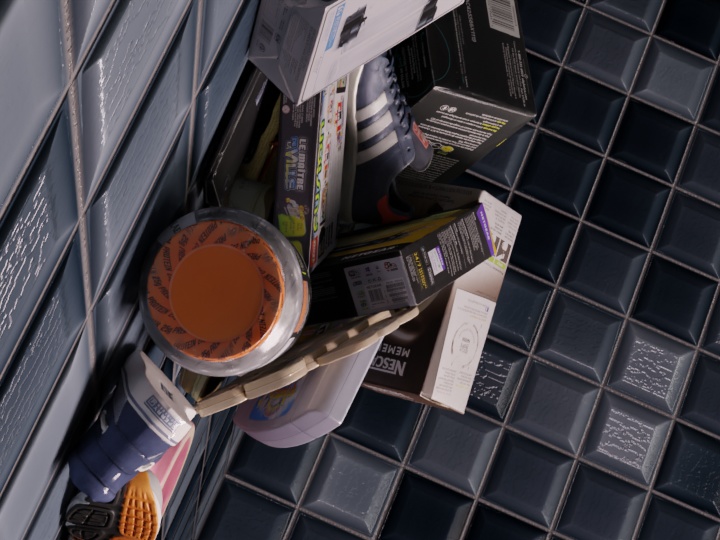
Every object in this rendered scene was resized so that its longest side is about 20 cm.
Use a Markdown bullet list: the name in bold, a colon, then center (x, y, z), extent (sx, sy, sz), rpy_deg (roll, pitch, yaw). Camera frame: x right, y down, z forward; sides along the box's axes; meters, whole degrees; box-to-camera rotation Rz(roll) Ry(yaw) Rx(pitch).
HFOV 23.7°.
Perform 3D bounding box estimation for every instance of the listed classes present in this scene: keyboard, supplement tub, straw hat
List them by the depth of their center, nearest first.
- **supplement tub**: center (-0.100, 0.017, 1.284), extent (0.200, 0.121, 0.124), rpy_deg (73, 40, -87)
- **keyboard**: center (-0.084, -0.146, 1.411), extent (0.127, 0.020, 0.202), rpy_deg (87, 26, -74)
- **straw hat**: center (-0.062, -0.102, 1.573), extent (0.201, 0.084, 0.203), rpy_deg (23, 90, -88)

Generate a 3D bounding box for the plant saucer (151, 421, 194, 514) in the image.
- **plant saucer**: center (-0.209, 0.207, 1.632), extent (0.201, 0.050, 0.203), rpy_deg (22, 90, -89)

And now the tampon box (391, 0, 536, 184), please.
- **tampon box**: center (0.052, -0.176, 1.661), extent (0.200, 0.125, 0.152), rpy_deg (-35, -128, 46)

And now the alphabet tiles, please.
- **alphabet tiles**: center (-0.053, 0.074, 1.436), extent (0.194, 0.015, 0.200), rpy_deg (-22, -177, 30)

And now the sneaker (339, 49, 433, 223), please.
- **sneaker**: center (0.027, -0.135, 1.533), extent (0.075, 0.083, 0.202), rpy_deg (-68, 165, -61)

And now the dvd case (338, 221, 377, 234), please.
- **dvd case**: center (-0.030, 0.037, 1.719), extent (0.146, 0.022, 0.202), rpy_deg (-6, -120, 65)

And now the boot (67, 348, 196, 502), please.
- **boot**: center (-0.180, 0.119, 1.310), extent (0.090, 0.073, 0.200), rpy_deg (-43, -177, -2)

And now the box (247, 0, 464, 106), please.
- **box**: center (0.011, -0.225, 1.328), extent (0.199, 0.060, 0.117), rpy_deg (-35, 160, -34)

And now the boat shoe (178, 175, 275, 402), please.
- **boat shoe**: center (-0.122, 0.013, 1.475), extent (0.074, 0.066, 0.202), rpy_deg (-24, 135, -73)

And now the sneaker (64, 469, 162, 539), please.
- **sneaker**: center (-0.201, 0.186, 1.411), extent (0.200, 0.075, 0.093), rpy_deg (126, -18, -58)

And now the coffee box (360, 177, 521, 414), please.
- **coffee box**: center (0.064, 0.023, 1.635), extent (0.080, 0.112, 0.202), rpy_deg (27, 77, -50)

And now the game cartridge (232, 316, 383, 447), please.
- **game cartridge**: center (-0.052, 0.100, 1.603), extent (0.199, 0.040, 0.134), rpy_deg (-17, -133, 62)

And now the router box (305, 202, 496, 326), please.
- **router box**: center (0.000, 0.000, 1.537), extent (0.157, 0.198, 0.053), rpy_deg (-30, 105, -55)

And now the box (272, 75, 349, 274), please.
- **box**: center (-0.040, -0.107, 1.443), extent (0.110, 0.034, 0.203), rpy_deg (-49, 144, -71)
